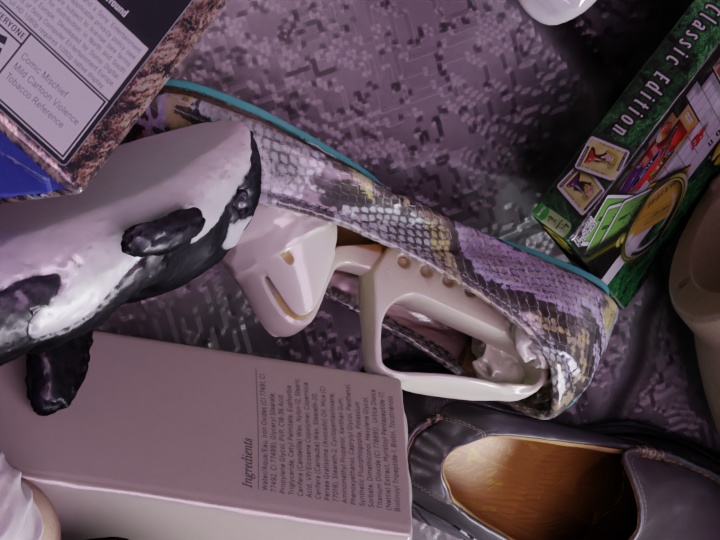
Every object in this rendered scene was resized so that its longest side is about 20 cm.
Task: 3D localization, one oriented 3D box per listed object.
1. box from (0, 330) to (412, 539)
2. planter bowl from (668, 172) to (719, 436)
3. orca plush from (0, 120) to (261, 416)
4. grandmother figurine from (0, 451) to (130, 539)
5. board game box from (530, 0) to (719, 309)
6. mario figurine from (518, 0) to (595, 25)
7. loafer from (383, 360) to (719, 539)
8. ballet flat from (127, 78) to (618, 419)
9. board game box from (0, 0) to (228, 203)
[{"bbox_3d":[-0.086,0.071,0.996,0.200,0.082,0.068,10,130,-10],"label":"box"},{"bbox_3d":[0.199,0.010,1.070,0.135,0.200,0.200,39,87,-18],"label":"planter bowl"},{"bbox_3d":[-0.101,0.018,0.935,0.200,0.105,0.071,-41,125,-53],"label":"orca plush"},{"bbox_3d":[-0.078,0.121,0.948,0.121,0.061,0.200,-30,128,22],"label":"grandmother figurine"},{"bbox_3d":[0.141,-0.081,1.077,0.023,0.105,0.200,37,88,19],"label":"board game box"},{"bbox_3d":[0.071,-0.161,1.011,0.200,0.123,0.106,-26,125,-18],"label":"mario figurine"},{"bbox_3d":[0.088,0.093,1.108,0.200,0.072,0.073,16,97,-25],"label":"loafer"},{"bbox_3d":[0.000,0.000,1.034,0.200,0.072,0.072,25,94,-16],"label":"ballet flat"},{"bbox_3d":[-0.106,-0.146,0.912,0.159,0.097,0.200,44,69,-21],"label":"board game box"}]
